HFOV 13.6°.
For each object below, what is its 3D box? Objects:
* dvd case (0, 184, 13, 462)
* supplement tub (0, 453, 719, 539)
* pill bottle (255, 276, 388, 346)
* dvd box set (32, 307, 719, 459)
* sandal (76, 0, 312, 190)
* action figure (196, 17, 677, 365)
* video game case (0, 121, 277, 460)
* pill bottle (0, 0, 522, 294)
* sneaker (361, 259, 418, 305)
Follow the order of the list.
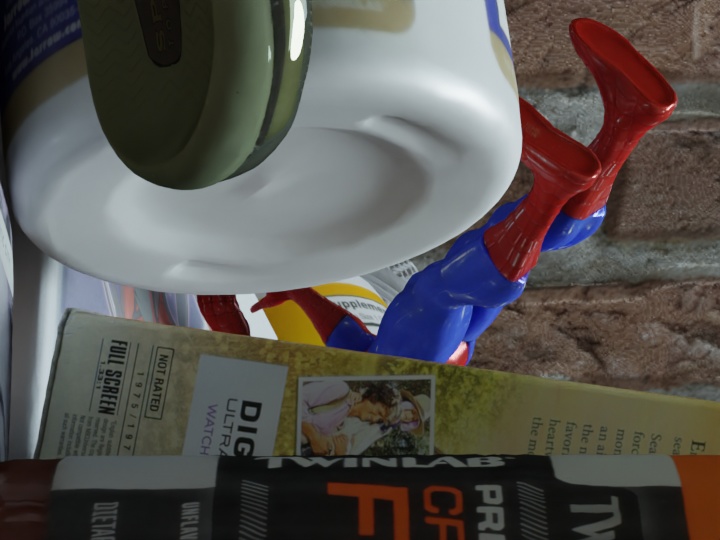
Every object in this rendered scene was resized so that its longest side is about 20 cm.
[{"bbox_3d":[-0.083,0.056,0.578,0.149,0.016,0.201,90,-1,-70],"label":"dvd case"},{"bbox_3d":[0.025,0.086,0.557,0.107,0.199,0.108,179,-90,-89],"label":"supplement tub"},{"bbox_3d":[-0.014,0.075,0.963,0.200,0.109,0.110,55,-20,31],"label":"pill bottle"},{"bbox_3d":[0.019,0.093,0.638,0.029,0.199,0.147,41,57,-73],"label":"dvd box set"},{"bbox_3d":[-0.058,-0.112,0.537,0.080,0.057,0.202,-15,-91,64],"label":"sandal"},{"bbox_3d":[0.000,0.000,0.811,0.065,0.099,0.200,-36,161,-42],"label":"action figure"},{"bbox_3d":[-0.057,0.042,0.801,0.183,0.023,0.201,65,18,-46],"label":"video game case"},{"bbox_3d":[-0.032,-0.107,0.717,0.120,0.119,0.201,90,-7,-67],"label":"pill bottle"},{"bbox_3d":[-0.043,0.073,1.172,0.200,0.075,0.114,-50,158,-46],"label":"sneaker"}]
